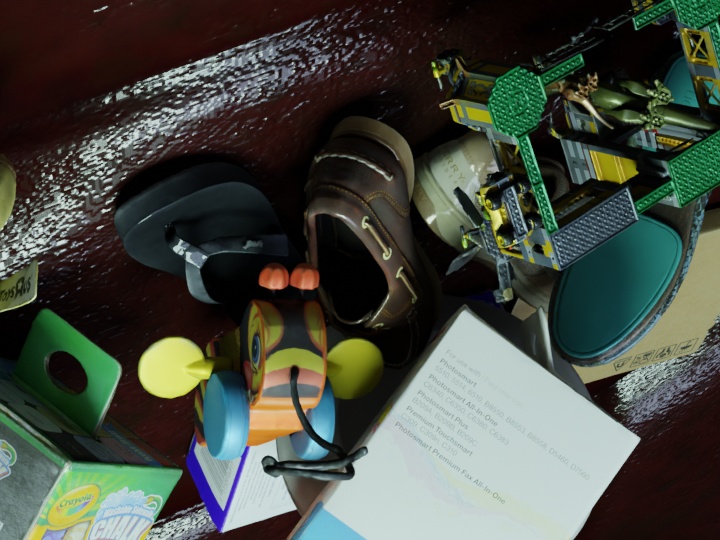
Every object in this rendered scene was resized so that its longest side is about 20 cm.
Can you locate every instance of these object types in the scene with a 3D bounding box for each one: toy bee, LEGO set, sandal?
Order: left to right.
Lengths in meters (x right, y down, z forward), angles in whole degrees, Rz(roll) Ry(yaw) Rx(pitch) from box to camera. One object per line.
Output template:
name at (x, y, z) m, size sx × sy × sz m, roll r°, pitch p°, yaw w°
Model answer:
sandal at (-0.069, -0.007, 1.598) m, size 0.076 × 0.043 × 0.200 m, roll -34°, pitch 153°, yaw 11°
toy bee at (-0.040, 0.051, 1.568) m, size 0.131 × 0.109 × 0.200 m, roll 2°, pitch -179°, yaw -39°
LEGO set at (0.113, -0.088, 1.572) m, size 0.200 × 0.116 × 0.154 m, roll -38°, pitch 118°, yaw -22°

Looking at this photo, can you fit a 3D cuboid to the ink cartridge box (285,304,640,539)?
ink cartridge box at (0.059, 0.119, 1.614) m, size 0.200 × 0.125 × 0.129 m, roll -53°, pitch 180°, yaw -6°

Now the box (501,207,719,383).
box at (0.165, 0.025, 1.898) m, size 0.199 × 0.021 × 0.164 m, roll -14°, pitch 149°, yaw -26°

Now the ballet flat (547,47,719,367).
ballet flat at (0.173, -0.033, 1.688) m, size 0.074 × 0.074 × 0.201 m, roll 25°, pitch 93°, yaw -58°

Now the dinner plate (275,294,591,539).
dinner plate at (0.049, 0.098, 1.717) m, size 0.200 × 0.201 × 0.024 m, roll -20°, pitch 156°, yaw -17°

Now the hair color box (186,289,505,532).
hair color box at (-0.002, 0.087, 1.805) m, size 0.199 × 0.065 × 0.109 m, roll -13°, pitch 149°, yaw -24°

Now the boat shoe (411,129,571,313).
boat shoe at (0.100, -0.029, 1.690) m, size 0.064 × 0.071 × 0.200 m, roll -36°, pitch 151°, yaw 16°

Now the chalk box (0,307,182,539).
chalk box at (-0.193, 0.121, 1.569) m, size 0.200 × 0.124 × 0.124 m, roll -59°, pitch 154°, yaw 8°

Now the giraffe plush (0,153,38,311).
giraffe plush at (-0.263, 0.019, 1.366) m, size 0.162 × 0.173 × 0.200 m, roll 13°, pitch 147°, yaw -23°

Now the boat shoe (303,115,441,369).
boat shoe at (0.000, 0.000, 1.618) m, size 0.070 × 0.071 × 0.200 m, roll 9°, pitch 146°, yaw 17°
